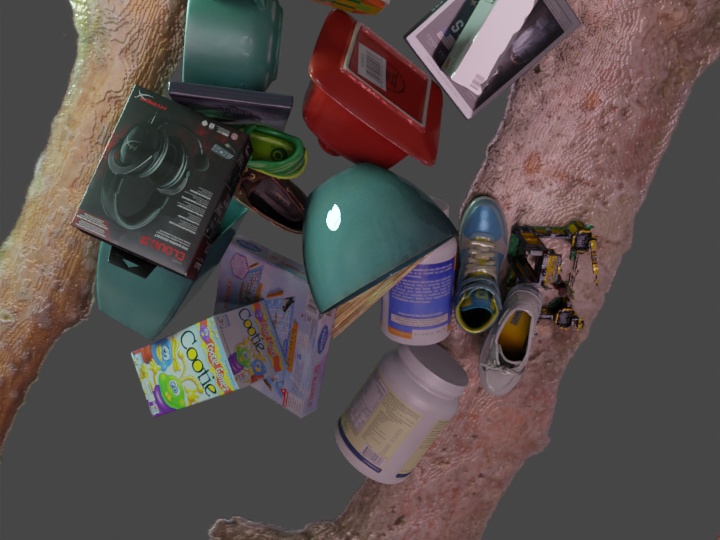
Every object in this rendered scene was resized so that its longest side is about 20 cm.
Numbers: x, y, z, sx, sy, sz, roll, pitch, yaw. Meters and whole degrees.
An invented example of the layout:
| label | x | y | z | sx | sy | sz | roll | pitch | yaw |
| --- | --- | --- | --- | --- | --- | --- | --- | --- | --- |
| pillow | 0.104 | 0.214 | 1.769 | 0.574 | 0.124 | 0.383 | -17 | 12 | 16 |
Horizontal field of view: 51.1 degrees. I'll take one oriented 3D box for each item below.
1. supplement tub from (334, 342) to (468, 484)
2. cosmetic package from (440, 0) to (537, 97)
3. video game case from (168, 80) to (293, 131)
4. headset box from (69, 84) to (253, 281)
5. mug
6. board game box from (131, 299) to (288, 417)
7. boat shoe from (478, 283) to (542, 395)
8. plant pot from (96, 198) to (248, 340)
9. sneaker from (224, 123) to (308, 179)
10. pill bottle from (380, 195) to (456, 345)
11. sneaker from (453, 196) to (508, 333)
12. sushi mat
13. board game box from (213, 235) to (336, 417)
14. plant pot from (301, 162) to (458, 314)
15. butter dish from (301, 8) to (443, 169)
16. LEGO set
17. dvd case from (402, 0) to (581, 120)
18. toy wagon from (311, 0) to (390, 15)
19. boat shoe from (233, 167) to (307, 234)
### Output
| label | x | y | z | sx | sy | sz | roll | pitch | yaw |
| --- | --- | --- | --- | --- | --- | --- | --- | --- | --- |
| supplement tub | 0.065 | 0.216 | 1.186 | 0.144 | 0.145 | 0.201 | 29 | 108 | -17 |
| cosmetic package | 0.178 | -0.330 | 0.968 | 0.050 | 0.083 | 0.201 | 27 | 107 | -13 |
| video game case | -0.161 | -0.204 | 0.951 | 0.141 | 0.200 | 0.019 | 5 | 93 | -9 |
| headset box | -0.235 | -0.092 | 0.896 | 0.147 | 0.077 | 0.202 | 24 | 83 | -1 |
| mug | -0.153 | -0.287 | 0.921 | 0.113 | 0.185 | 0.154 | 5 | 97 | -12 |
| board game box | -0.218 | 0.128 | 1.076 | 0.199 | 0.103 | 0.106 | -23 | 86 | 37 |
| boat shoe | 0.216 | 0.123 | 1.102 | 0.074 | 0.086 | 0.204 | 21 | 127 | 7 |
| plant pot | -0.274 | -0.016 | 1.039 | 0.140 | 0.142 | 0.201 | 30 | 117 | 0 |
| sneaker | -0.165 | -0.167 | 0.984 | 0.197 | 0.084 | 0.075 | 2 | 76 | -9 |
| pill bottle | 0.085 | -0.002 | 1.111 | 0.110 | 0.112 | 0.203 | -1 | 114 | -6 |
| sneaker | 0.178 | -0.002 | 1.098 | 0.078 | 0.131 | 0.203 | 4 | 102 | 5 |
| sushi mat | 0.000 | 0.000 | 1.059 | 0.200 | 0.012 | 0.096 | -41 | 89 | 17 |
| board game box | -0.131 | 0.078 | 1.093 | 0.198 | 0.041 | 0.203 | 26 | 114 | 30 |
| plant pot | 0.004 | -0.053 | 0.943 | 0.199 | 0.200 | 0.136 | -31 | 86 | 8 |
| butter dish | -0.004 | -0.209 | 0.992 | 0.198 | 0.201 | 0.148 | 33 | 130 | -20 |
| LEGO set | 0.290 | 0.024 | 1.140 | 0.152 | 0.116 | 0.202 | 10 | 113 | -10 |
| dvd case | 0.179 | -0.327 | 1.027 | 0.199 | 0.025 | 0.150 | -40 | 111 | 11 |
| toy wagon | -0.061 | -0.358 | 0.914 | 0.197 | 0.155 | 0.040 | 13 | 98 | -11 |
| boat shoe | -0.147 | -0.124 | 1.056 | 0.199 | 0.071 | 0.071 | 34 | 110 | -17 |
